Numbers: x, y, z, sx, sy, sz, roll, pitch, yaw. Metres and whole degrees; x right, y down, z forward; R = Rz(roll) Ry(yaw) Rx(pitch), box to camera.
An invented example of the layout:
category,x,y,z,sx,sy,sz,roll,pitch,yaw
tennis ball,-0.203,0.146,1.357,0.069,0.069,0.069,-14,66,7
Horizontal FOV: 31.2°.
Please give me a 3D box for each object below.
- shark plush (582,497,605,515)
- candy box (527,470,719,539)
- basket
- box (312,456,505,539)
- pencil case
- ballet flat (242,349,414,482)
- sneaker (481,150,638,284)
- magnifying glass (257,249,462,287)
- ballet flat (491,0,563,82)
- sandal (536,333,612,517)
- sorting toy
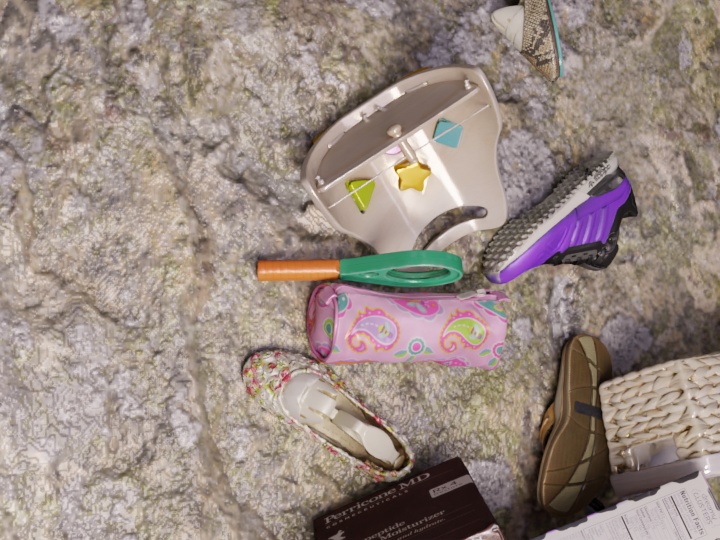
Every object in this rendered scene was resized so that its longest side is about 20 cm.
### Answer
category,x,y,z,sx,sy,sz,roll,pitch,yaw
shark plush,0.285,0.321,1.378,0.083,0.091,0.200,-32,107,10
candy box,0.256,0.285,1.269,0.200,0.168,0.072,-22,63,0
basket,0.363,0.156,1.354,0.200,0.135,0.124,-2,74,-37
box,0.064,0.301,1.185,0.166,0.200,0.164,-24,101,-1
pencil case,0.049,0.054,1.272,0.200,0.087,0.088,2,88,-21
ballet flat,-0.023,0.140,1.253,0.200,0.064,0.076,34,78,-18
sneaker,0.222,-0.032,1.357,0.200,0.070,0.100,-40,105,-18
magnifying glass,0.000,0.000,1.253,0.200,0.080,0.022,1,74,-3
ballet flat,0.171,-0.294,1.354,0.075,0.068,0.200,-1,83,-1
sandal,0.221,0.165,1.365,0.080,0.054,0.200,23,65,-26
sorting toy,0.058,-0.086,1.279,0.200,0.107,0.180,-33,117,-1
